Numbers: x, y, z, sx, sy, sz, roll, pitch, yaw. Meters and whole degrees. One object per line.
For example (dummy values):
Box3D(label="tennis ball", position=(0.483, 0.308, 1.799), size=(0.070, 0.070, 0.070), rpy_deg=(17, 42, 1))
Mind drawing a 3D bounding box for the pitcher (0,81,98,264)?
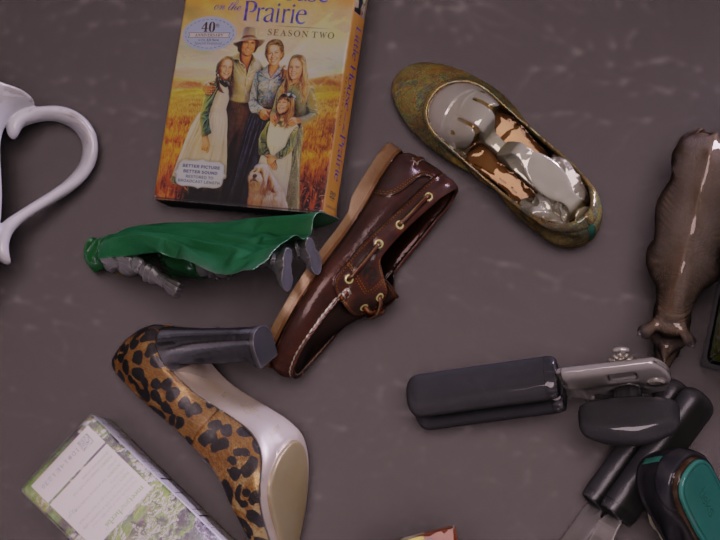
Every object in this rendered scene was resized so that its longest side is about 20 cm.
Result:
Box3D(label="pitcher", position=(-0.302, -0.056, 1.613), size=(0.171, 0.121, 0.201), rpy_deg=(21, 71, -11))

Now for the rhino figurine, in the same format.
Box3D(label="rhino figurine", position=(0.244, -0.012, 1.597), size=(0.060, 0.087, 0.201), rpy_deg=(13, 87, 6))

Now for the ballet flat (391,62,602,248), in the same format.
Box3D(label="ballet flat", position=(0.107, -0.095, 1.625), size=(0.200, 0.071, 0.071), rpy_deg=(42, 85, 7))

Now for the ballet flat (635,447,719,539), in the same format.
Box3D(label="ballet flat", position=(0.257, 0.210, 1.568), size=(0.073, 0.073, 0.200), rpy_deg=(-31, 115, -3))

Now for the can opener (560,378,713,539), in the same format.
Box3D(label="can opener", position=(0.199, 0.175, 1.598), size=(0.066, 0.053, 0.200), rpy_deg=(35, 85, -29))

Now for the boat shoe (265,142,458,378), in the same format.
Box3D(label="boat shoe", position=(0.000, 0.000, 1.610), size=(0.070, 0.070, 0.200), rpy_deg=(31, 84, 10))

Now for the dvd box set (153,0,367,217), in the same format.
Box3D(label="dvd box set", position=(-0.075, -0.143, 1.634), size=(0.146, 0.029, 0.201), rpy_deg=(6, 82, 20))

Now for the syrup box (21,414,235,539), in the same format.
Box3D(label="syrup box", position=(-0.150, 0.203, 1.580), size=(0.200, 0.081, 0.079), rpy_deg=(43, 87, 6))

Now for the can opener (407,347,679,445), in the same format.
Box3D(label="can opener", position=(0.134, 0.096, 1.572), size=(0.199, 0.053, 0.067), rpy_deg=(-4, 61, 15))

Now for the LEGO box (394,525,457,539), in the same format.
Box3D(label="LEGO box", position=(0.054, 0.291, 1.529), size=(0.077, 0.149, 0.201), rpy_deg=(-13, 82, -1))

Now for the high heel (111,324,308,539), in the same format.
Box3D(label="high heel", position=(-0.116, 0.137, 1.616), size=(0.142, 0.071, 0.201), rpy_deg=(-3, 102, 31))

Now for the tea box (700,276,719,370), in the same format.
Box3D(label="tea box", position=(0.341, -0.019, 1.542), size=(0.133, 0.197, 0.201), rpy_deg=(13, 82, 3))

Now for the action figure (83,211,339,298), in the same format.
Box3D(label="action figure", position=(-0.127, -0.012, 1.595), size=(0.199, 0.118, 0.055), rpy_deg=(2, 106, 33))
